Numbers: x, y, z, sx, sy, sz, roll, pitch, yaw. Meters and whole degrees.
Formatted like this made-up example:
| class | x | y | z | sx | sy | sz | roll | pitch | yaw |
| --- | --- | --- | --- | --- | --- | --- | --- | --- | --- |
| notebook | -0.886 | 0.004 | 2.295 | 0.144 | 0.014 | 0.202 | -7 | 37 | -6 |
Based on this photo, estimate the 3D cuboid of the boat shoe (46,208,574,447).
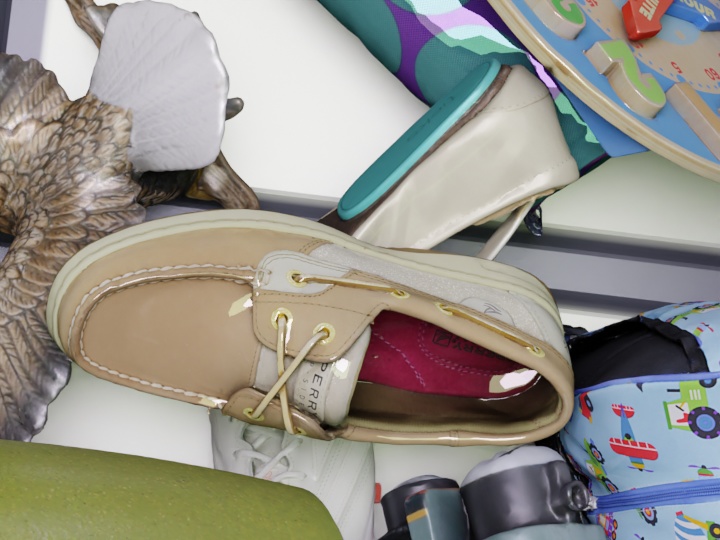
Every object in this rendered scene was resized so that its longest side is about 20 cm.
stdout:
| class | x | y | z | sx | sy | sz | roll | pitch | yaw |
| --- | --- | --- | --- | --- | --- | --- | --- | --- | --- |
| boat shoe | -0.013 | 0.026 | 0.992 | 0.199 | 0.066 | 0.074 | 3 | 120 | -17 |

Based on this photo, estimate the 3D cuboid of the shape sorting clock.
| class | x | y | z | sx | sy | sz | roll | pitch | yaw |
| --- | --- | --- | --- | --- | --- | --- | --- | --- | --- |
| shape sorting clock | 0.111 | -0.109 | 1.070 | 0.200 | 0.200 | 0.039 | 47 | 122 | -1 |

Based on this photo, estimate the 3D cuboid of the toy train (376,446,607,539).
| class | x | y | z | sx | sy | sz | roll | pitch | yaw |
| --- | --- | --- | --- | --- | --- | --- | --- | --- | --- |
| toy train | 0.060 | 0.165 | 1.011 | 0.085 | 0.114 | 0.201 | 6 | 64 | -43 |

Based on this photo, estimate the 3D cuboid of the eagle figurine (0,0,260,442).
| class | x | y | z | sx | sy | sz | roll | pitch | yaw |
| --- | --- | --- | --- | --- | --- | --- | --- | --- | --- |
| eagle figurine | -0.137 | -0.015 | 1.058 | 0.200 | 0.152 | 0.151 | -32 | 122 | -28 |

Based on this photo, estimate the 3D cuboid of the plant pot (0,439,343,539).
| class | x | y | z | sx | sy | sz | roll | pitch | yaw |
| --- | --- | --- | --- | --- | --- | --- | --- | --- | --- |
| plant pot | -0.106 | 0.136 | 0.958 | 0.199 | 0.187 | 0.188 | -8 | 87 | -22 |

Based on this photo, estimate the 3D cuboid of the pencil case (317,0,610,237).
| class | x | y | z | sx | sy | sz | roll | pitch | yaw |
| --- | --- | --- | --- | --- | --- | --- | --- | --- | --- |
| pencil case | 0.033 | -0.114 | 1.102 | 0.085 | 0.092 | 0.200 | -44 | 92 | 5 |

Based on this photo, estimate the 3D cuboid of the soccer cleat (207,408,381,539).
| class | x | y | z | sx | sy | sz | roll | pitch | yaw |
| --- | --- | --- | --- | --- | --- | --- | --- | --- | --- |
| soccer cleat | -0.029 | 0.105 | 1.077 | 0.069 | 0.077 | 0.201 | -21 | 75 | 35 |

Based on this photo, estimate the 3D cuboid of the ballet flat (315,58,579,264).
| class | x | y | z | sx | sy | sz | roll | pitch | yaw |
| --- | --- | --- | --- | --- | --- | --- | --- | --- | --- |
| ballet flat | 0.000 | 0.000 | 1.053 | 0.200 | 0.069 | 0.070 | -37 | 90 | 13 |

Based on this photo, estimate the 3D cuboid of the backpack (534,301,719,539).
| class | x | y | z | sx | sy | sz | roll | pitch | yaw |
| --- | --- | --- | --- | --- | --- | --- | --- | --- | --- |
| backpack | 0.165 | 0.072 | 1.049 | 0.182 | 0.200 | 0.135 | -8 | 87 | -6 |
